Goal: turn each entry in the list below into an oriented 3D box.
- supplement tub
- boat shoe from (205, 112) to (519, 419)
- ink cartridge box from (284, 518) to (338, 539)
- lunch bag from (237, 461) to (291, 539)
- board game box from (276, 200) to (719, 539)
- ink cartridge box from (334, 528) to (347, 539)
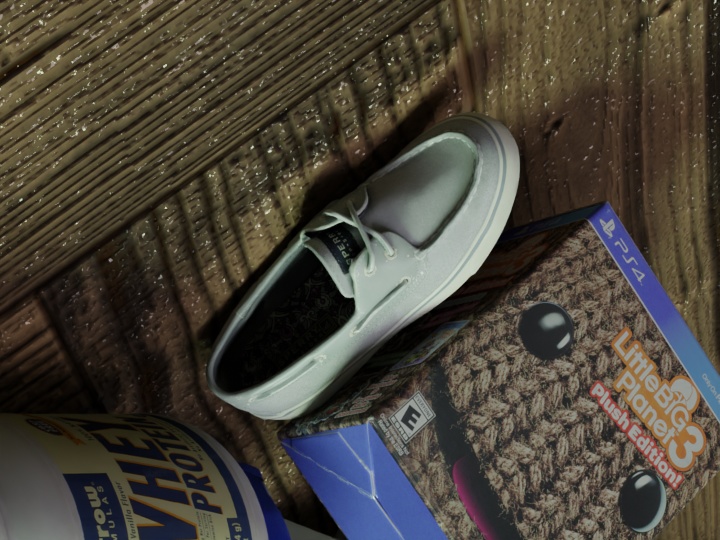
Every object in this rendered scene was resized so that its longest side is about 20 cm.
[{"bbox_3d":[-0.154,0.138,1.136,0.200,0.145,0.145,5,126,-55],"label":"supplement tub"},{"bbox_3d":[-0.001,0.000,1.224,0.201,0.070,0.072,-47,158,14],"label":"boat shoe"},{"bbox_3d":[0.014,0.248,1.436,0.145,0.200,0.083,103,11,-46],"label":"ink cartridge box"},{"bbox_3d":[-0.090,0.222,1.283,0.124,0.170,0.200,24,111,-33],"label":"lunch bag"},{"bbox_3d":[0.086,0.088,1.302,0.200,0.159,0.097,-41,-167,-31],"label":"board game box"},{"bbox_3d":[0.083,0.119,1.480,0.145,0.088,0.200,-18,144,-40],"label":"ink cartridge box"}]
